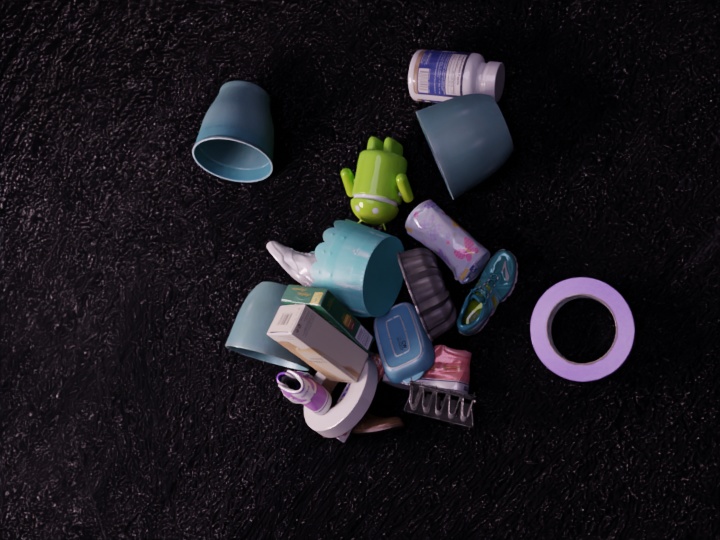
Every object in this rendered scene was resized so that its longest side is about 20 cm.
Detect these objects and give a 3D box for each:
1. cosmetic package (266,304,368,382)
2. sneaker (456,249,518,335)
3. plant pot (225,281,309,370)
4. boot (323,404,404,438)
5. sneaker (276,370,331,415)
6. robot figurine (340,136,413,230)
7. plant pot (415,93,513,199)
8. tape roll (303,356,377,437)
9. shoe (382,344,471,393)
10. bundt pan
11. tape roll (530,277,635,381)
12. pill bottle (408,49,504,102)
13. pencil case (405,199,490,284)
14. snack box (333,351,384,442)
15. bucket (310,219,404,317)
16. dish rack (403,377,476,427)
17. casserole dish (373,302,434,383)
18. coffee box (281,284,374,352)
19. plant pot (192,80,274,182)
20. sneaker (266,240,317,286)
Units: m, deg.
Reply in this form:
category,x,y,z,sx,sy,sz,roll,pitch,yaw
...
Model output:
category,x,y,z,sx,sy,sz,roll,pitch,yaw
cosmetic package,-0.089,0.157,1.461,0.104,0.199,0.072,-8,49,52
sneaker,0.266,0.049,1.453,0.077,0.079,0.203,30,94,24
plant pot,-0.190,0.122,1.577,0.197,0.200,0.164,9,76,24
boot,0.004,0.330,1.537,0.196,0.073,0.077,-9,69,24
sneaker,-0.150,0.247,1.535,0.199,0.114,0.074,6,63,58
robot figurine,0.042,-0.196,1.565,0.172,0.115,0.204,10,87,28
plant pot,0.228,-0.277,1.461,0.158,0.201,0.204,-24,73,7
tape roll,-0.045,0.266,1.520,0.201,0.037,0.205,-35,34,28
shoe,0.145,0.211,1.493,0.196,0.071,0.093,1,69,28
bundt pan,0.146,0.041,1.449,0.074,0.202,0.205,-21,74,8
tape roll,0.442,0.118,1.374,0.196,0.065,0.205,-3,82,23
pill bottle,0.213,-0.425,1.526,0.196,0.111,0.113,12,87,24
pencil case,0.188,-0.063,1.502,0.200,0.083,0.091,46,110,22
snack box,-0.010,0.275,1.524,0.071,0.024,0.202,11,67,55
bucket,0.000,0.000,1.507,0.133,0.206,0.211,16,89,31
dish rack,0.162,0.267,1.395,0.150,0.200,0.056,11,74,9
casserole dish,0.087,0.149,1.496,0.119,0.039,0.202,-27,49,13
coffee box,-0.067,0.104,1.480,0.121,0.200,0.045,5,59,42
plant pot,-0.300,-0.351,1.707,0.196,0.200,0.192,-3,66,23
sneaker,-0.136,-0.019,1.653,0.199,0.075,0.089,40,86,17
